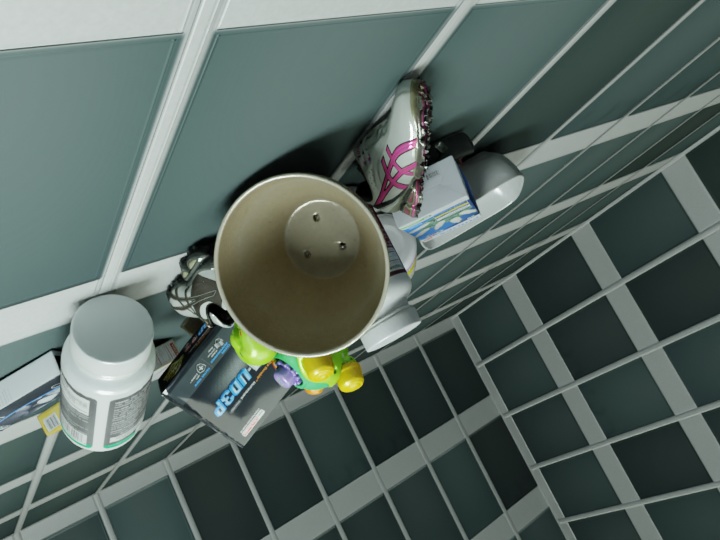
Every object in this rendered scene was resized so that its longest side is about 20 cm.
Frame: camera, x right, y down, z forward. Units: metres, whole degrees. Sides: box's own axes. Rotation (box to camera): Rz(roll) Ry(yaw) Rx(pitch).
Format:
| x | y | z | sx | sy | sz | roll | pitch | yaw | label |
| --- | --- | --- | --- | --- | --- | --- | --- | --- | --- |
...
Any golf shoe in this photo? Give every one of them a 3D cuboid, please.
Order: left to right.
| x | y | z | sx | sy | sz | roll | pitch | yaw | label |
| --- | --- | --- | --- | --- | --- | --- | --- | --- | --- |
| -0.200 | 0.041 | 0.904 | 0.076 | 0.096 | 0.200 | -24 | 169 | -24 | golf shoe |
| 0.035 | -0.132 | 0.789 | 0.089 | 0.074 | 0.202 | 8 | 146 | 2 | golf shoe |

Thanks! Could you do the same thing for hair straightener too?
| x | y | z | sx | sy | sz | roll | pitch | yaw | label |
| --- | --- | --- | --- | --- | --- | --- | --- | --- | --- |
| 0.079 | -0.154 | 0.924 | 0.196 | 0.042 | 0.077 | -17 | 163 | -34 | hair straightener |

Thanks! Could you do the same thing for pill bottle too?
| x | y | z | sx | sy | sz | roll | pitch | yaw | label |
| --- | --- | --- | --- | --- | --- | --- | --- | --- | --- |
| -0.316 | 0.130 | 0.870 | 0.111 | 0.114 | 0.202 | -20 | 152 | -37 | pill bottle |
| 0.000 | 0.000 | 0.944 | 0.111 | 0.204 | 0.113 | -26 | 169 | -6 | pill bottle |
| 0.047 | -0.024 | 1.207 | 0.102 | 0.106 | 0.200 | -28 | 169 | -2 | pill bottle |

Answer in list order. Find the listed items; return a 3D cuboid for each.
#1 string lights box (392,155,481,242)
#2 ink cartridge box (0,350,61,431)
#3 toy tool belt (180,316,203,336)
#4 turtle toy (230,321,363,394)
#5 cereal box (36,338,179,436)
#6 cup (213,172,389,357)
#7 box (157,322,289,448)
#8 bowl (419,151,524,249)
| x | y | z | sx | sy | sz | roll | pitch | yaw | label |
| --- | --- | --- | --- | --- | --- | --- | --- | --- | --- |
| 0.107 | -0.096 | 0.982 | 0.101 | 0.060 | 0.200 | -24 | 171 | 13 | string lights box |
| -0.471 | 0.175 | 0.942 | 0.196 | 0.040 | 0.100 | -30 | 169 | 1 | ink cartridge box |
| -0.171 | 0.082 | 1.087 | 0.197 | 0.126 | 0.124 | -30 | -164 | -20 | toy tool belt |
| -0.085 | 0.094 | 0.914 | 0.100 | 0.149 | 0.199 | -32 | 149 | 19 | turtle toy |
| -0.384 | 0.178 | 1.087 | 0.142 | 0.040 | 0.200 | -33 | 180 | 16 | cereal box |
| -0.056 | -0.022 | 0.816 | 0.198 | 0.203 | 0.144 | -32 | -171 | 15 | cup |
| -0.169 | 0.131 | 1.002 | 0.201 | 0.159 | 0.046 | -50 | -150 | -2 | box |
| 0.172 | -0.122 | 1.177 | 0.197 | 0.076 | 0.200 | -32 | 168 | 5 | bowl |
